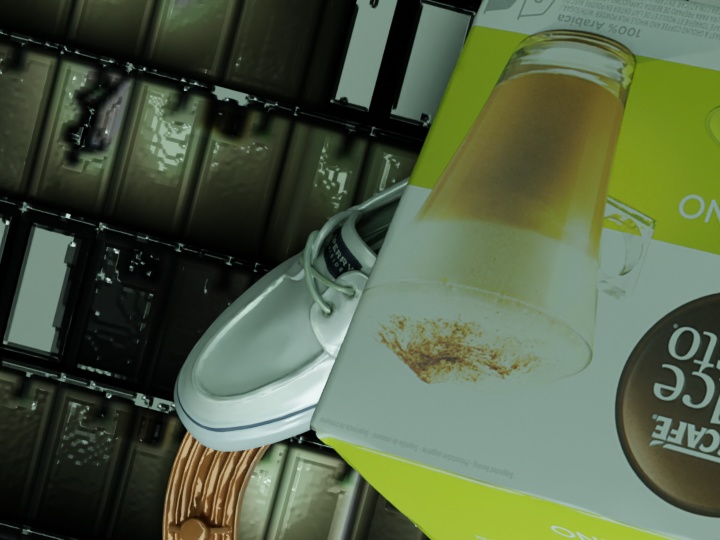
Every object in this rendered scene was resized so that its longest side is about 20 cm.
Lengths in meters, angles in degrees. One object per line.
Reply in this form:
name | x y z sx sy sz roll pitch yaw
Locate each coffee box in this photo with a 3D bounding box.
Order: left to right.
coffee box | 0.134 0.033 0.884 0.200 0.200 0.198 14 72 28

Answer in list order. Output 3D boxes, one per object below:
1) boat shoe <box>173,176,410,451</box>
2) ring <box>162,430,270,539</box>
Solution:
boat shoe | 0.000 0.000 0.996 0.200 0.067 0.074 -35 59 -5
ring | 0.008 0.118 1.022 0.200 0.019 0.201 0 88 11
